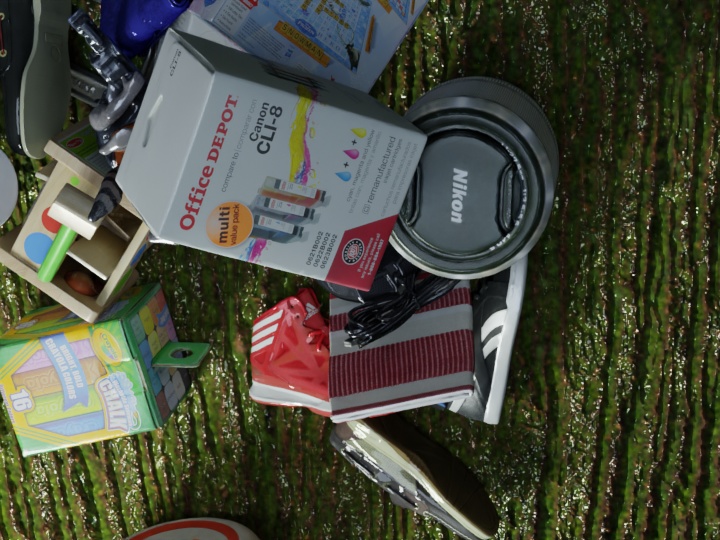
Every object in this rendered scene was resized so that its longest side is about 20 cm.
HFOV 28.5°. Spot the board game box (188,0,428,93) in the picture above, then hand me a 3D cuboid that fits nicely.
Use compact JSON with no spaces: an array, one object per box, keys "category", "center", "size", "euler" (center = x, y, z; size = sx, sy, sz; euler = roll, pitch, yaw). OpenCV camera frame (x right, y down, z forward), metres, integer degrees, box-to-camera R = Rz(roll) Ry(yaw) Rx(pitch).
[{"category":"board game box","center":[-0.027,-0.258,1.258],"size":[0.041,0.200,0.200],"euler":[33,88,42]}]

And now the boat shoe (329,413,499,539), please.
[{"category":"boat shoe","center":[0.055,0.212,1.462],"size":[0.200,0.073,0.065],"euler":[43,119,0]}]

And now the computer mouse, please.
[{"category":"computer mouse","center":[0.000,0.000,1.368],"size":[0.138,0.200,0.053],"euler":[-33,135,-19]}]

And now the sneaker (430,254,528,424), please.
[{"category":"sneaker","center":[0.100,0.052,1.401],"size":[0.111,0.073,0.201],"euler":[10,108,6]}]

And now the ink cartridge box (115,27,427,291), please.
[{"category":"ink cartridge box","center":[-0.078,-0.092,1.179],"size":[0.199,0.145,0.146],"euler":[14,106,-27]}]

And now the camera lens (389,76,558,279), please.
[{"category":"camera lens","center":[0.100,-0.090,1.294],"size":[0.159,0.200,0.161],"euler":[3,106,10]}]

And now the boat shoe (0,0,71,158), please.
[{"category":"boat shoe","center":[-0.320,-0.206,1.363],"size":[0.063,0.074,0.203],"euler":[-1,85,20]}]

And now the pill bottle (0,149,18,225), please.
[{"category":"pill bottle","center":[-0.420,-0.066,1.392],"size":[0.199,0.113,0.114],"euler":[-14,106,52]}]

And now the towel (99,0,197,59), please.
[{"category":"towel","center":[-0.187,-0.279,1.293],"size":[0.049,0.200,0.149],"euler":[6,79,-26]}]

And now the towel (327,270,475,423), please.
[{"category":"towel","center":[0.039,0.052,1.360],"size":[0.143,0.201,0.023],"euler":[-13,137,15]}]

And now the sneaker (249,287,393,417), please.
[{"category":"sneaker","center":[-0.030,0.079,1.414],"size":[0.199,0.078,0.116],"euler":[1,103,26]}]

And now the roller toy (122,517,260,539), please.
[{"category":"roller toy","center":[-0.181,0.356,1.476],"size":[0.181,0.200,0.141],"euler":[-7,105,6]}]

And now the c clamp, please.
[{"category":"c clamp","center":[-0.274,-0.253,1.407],"size":[0.199,0.027,0.171],"euler":[32,109,0]}]

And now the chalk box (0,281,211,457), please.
[{"category":"chalk box","center":[-0.254,0.095,1.451],"size":[0.199,0.124,0.125],"euler":[-14,103,13]}]

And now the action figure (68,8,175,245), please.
[{"category":"action figure","center":[-0.224,-0.130,1.298],"size":[0.104,0.194,0.200],"euler":[-36,120,7]}]

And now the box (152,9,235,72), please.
[{"category":"box","center":[-0.105,-0.254,1.316],"size":[0.124,0.098,0.201],"euler":[9,109,-24]}]

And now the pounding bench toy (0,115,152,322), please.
[{"category":"pounding bench toy","center":[-0.274,-0.036,1.372],"size":[0.124,0.200,0.156],"euler":[34,112,-1]}]
